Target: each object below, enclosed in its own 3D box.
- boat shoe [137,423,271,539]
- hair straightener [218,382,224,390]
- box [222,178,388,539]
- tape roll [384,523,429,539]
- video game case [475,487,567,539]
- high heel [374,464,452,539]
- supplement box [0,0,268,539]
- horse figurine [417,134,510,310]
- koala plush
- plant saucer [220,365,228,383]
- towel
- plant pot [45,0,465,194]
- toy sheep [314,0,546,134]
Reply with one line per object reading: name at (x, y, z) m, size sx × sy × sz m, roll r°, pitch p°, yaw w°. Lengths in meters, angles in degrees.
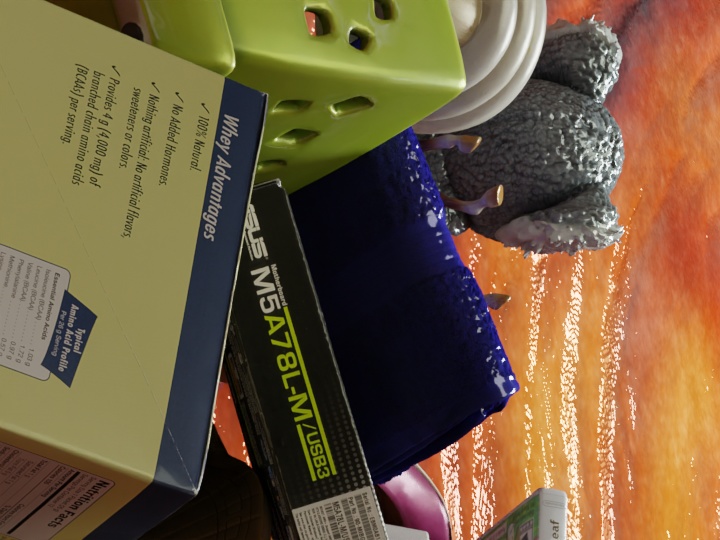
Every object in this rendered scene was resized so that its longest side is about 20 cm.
boat shoe at (-0.075, 0.127, 1.384) m, size 0.200 × 0.072 × 0.065 m, roll -124°, pitch -168°, yaw -66°
hair straightener at (-0.080, 0.026, 1.566) m, size 0.200 × 0.041 × 0.077 m, roll -24°, pitch 103°, yaw -56°
box at (-0.033, 0.067, 1.383) m, size 0.193 × 0.047 × 0.201 m, roll 112°, pitch -38°, yaw -84°
tape roll at (0.002, 0.234, 1.557) m, size 0.203 × 0.037 × 0.204 m, roll 11°, pitch 90°, yaw -90°
video game case at (0.069, 0.239, 1.665) m, size 0.022 × 0.200 × 0.183 m, roll 10°, pitch 65°, yaw -17°
high heel at (-0.008, 0.123, 1.692) m, size 0.096 × 0.067 × 0.201 m, roll -25°, pitch 114°, yaw -27°
supplement box at (-0.167, -0.001, 1.221) m, size 0.199 × 0.134 × 0.201 m, roll 22°, pitch 57°, yaw -22°
horse figurine at (0.013, -0.011, 1.544) m, size 0.050 × 0.132 × 0.201 m, roll -47°, pitch 137°, yaw -52°
koala plush at (0.063, -0.056, 1.700) m, size 0.184 × 0.199 × 0.178 m, roll 45°, pitch 44°, yaw -48°
plant saucer at (-0.090, -0.032, 1.541) m, size 0.200 × 0.032 × 0.201 m, roll 41°, pitch 35°, yaw -37°
towel at (0.000, 0.000, 1.476) m, size 0.049 × 0.147 × 0.201 m, roll -12°, pitch 75°, yaw -45°
plant pot at (-0.099, -0.137, 1.388) m, size 0.181 × 0.200 × 0.200 m, roll -4°, pitch 71°, yaw -49°
toy sheep at (0.036, -0.137, 1.573) m, size 0.200 × 0.137 × 0.139 m, roll 10°, pitch 72°, yaw -77°
